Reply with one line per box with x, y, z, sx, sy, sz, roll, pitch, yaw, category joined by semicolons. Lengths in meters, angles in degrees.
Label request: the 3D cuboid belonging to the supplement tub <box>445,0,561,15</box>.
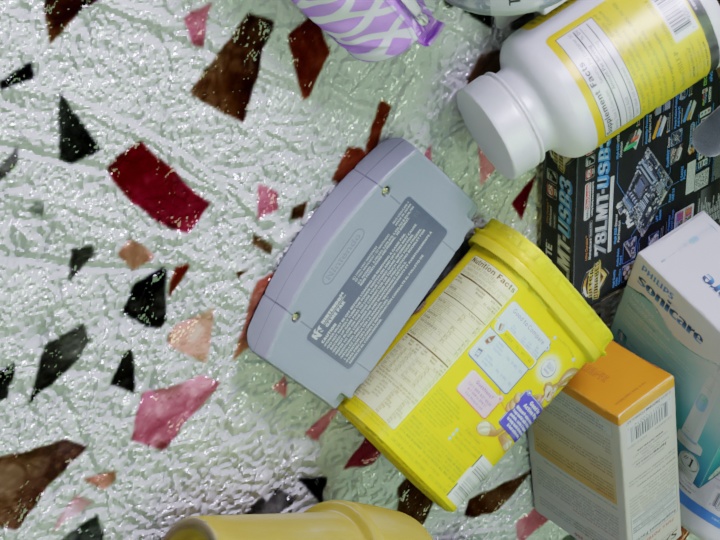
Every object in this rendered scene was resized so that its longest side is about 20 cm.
0.095;-0.283;1.379;0.122;0.122;0.201;-31;136;-26;supplement tub

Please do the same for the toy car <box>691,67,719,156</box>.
0.343;-0.179;1.672;0.199;0.165;0.158;-29;164;11;toy car

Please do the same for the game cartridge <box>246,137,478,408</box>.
0.000;0.000;1.599;0.200;0.041;0.133;-54;135;-3;game cartridge

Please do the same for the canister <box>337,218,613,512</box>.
0.092;0.080;1.684;0.200;0.086;0.149;-48;122;-7;canister

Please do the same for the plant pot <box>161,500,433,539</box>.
-0.061;0.272;1.606;0.188;0.201;0.202;15;104;-33;plant pot

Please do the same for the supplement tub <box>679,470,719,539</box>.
0.397;0.175;2.023;0.132;0.132;0.201;14;105;-48;supplement tub

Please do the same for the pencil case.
-0.020;-0.217;1.401;0.084;0.085;0.200;-54;138;-3;pencil case

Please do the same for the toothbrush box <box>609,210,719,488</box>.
0.298;0.071;1.806;0.085;0.146;0.201;-31;152;-26;toothbrush box

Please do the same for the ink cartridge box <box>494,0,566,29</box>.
0.151;-0.275;1.541;0.115;0.068;0.201;-34;135;-24;ink cartridge box

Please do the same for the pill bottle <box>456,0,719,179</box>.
0.178;-0.158;1.602;0.199;0.111;0.112;-32;135;-8;pill bottle

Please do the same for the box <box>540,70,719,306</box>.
0.239;-0.085;1.764;0.198;0.050;0.201;-27;132;-29;box

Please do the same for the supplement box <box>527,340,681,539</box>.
0.216;0.156;1.839;0.073;0.126;0.201;-33;135;-27;supplement box
